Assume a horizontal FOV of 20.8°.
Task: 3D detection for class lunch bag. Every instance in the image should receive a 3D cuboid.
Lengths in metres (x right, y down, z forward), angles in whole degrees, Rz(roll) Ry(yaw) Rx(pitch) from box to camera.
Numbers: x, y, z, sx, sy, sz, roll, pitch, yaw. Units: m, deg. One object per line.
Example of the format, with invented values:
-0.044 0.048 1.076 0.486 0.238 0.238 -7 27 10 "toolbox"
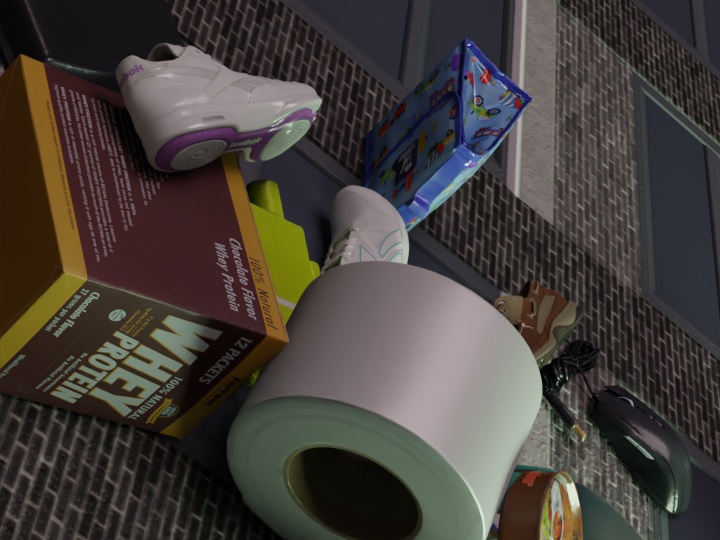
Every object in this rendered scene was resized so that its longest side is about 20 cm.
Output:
0.068 -0.099 1.828 0.094 0.150 0.201 40 31 -13 "lunch bag"

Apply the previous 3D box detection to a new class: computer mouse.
0.254 0.151 1.895 0.201 0.046 0.140 56 29 11 "computer mouse"

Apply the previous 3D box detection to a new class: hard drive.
-0.224 -0.200 1.657 0.199 0.042 0.136 2 59 -52 "hard drive"

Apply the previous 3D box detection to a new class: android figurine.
-0.086 0.008 1.587 0.181 0.041 0.202 24 47 -49 "android figurine"

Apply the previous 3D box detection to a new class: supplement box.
-0.185 -0.012 1.411 0.199 0.133 0.199 19 41 -41 "supplement box"

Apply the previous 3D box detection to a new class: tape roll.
0.018 0.113 1.430 0.202 0.202 0.140 40 48 -15 "tape roll"

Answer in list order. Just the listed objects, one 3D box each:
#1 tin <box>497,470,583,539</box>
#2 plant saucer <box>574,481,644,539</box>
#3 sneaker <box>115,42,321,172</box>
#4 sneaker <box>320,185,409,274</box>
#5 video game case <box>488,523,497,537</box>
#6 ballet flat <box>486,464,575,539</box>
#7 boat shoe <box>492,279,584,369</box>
0.134 0.247 1.444 0.112 0.041 0.202 -29 116 -69 "tin"
0.181 0.262 1.568 0.038 0.201 0.202 -28 77 -25 "plant saucer"
-0.100 -0.131 1.449 0.199 0.075 0.100 -10 63 -57 "sneaker"
0.000 0.000 1.708 0.080 0.070 0.202 19 42 -37 "sneaker"
0.103 0.310 1.515 0.201 0.045 0.181 56 32 11 "video game case"
0.075 0.176 1.550 0.067 0.198 0.071 37 68 -55 "ballet flat"
0.144 0.063 1.834 0.074 0.076 0.200 41 26 5 "boat shoe"
